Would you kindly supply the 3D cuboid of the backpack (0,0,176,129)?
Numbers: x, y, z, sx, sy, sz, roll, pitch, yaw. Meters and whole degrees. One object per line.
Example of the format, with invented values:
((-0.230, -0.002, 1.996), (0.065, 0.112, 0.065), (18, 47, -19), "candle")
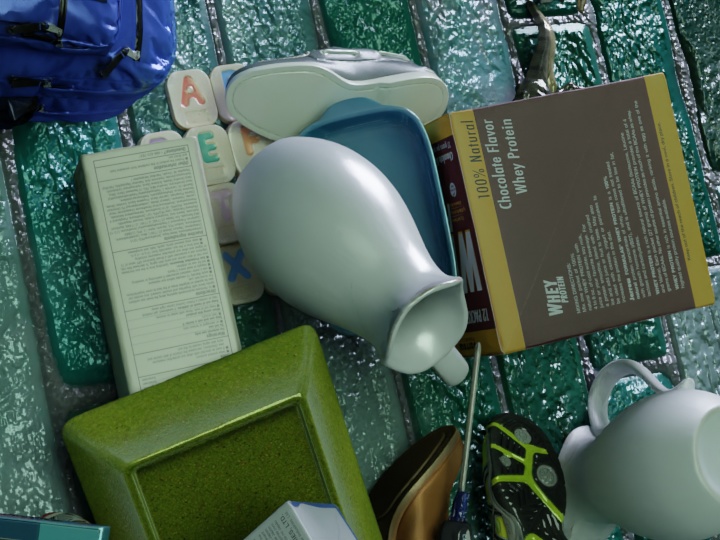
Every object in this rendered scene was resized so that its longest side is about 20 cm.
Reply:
((-0.232, -0.188, 1.171), (0.199, 0.167, 0.164), (3, 83, -32), "backpack")

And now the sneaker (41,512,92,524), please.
((-0.187, 0.268, 1.131), (0.077, 0.082, 0.201), (-23, 91, -31), "sneaker")

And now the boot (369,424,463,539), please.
((0.067, 0.242, 1.288), (0.154, 0.074, 0.201), (37, 74, -16), "boot")

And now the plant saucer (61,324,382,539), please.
((-0.091, 0.169, 1.160), (0.199, 0.048, 0.201), (-21, 109, -12), "plant saucer")

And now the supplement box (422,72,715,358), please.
((0.160, -0.043, 1.340), (0.198, 0.133, 0.199), (-12, 89, -19), "supplement box")

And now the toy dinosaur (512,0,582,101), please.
((0.173, -0.151, 1.457), (0.088, 0.047, 0.201), (23, 65, -15), "toy dinosaur")

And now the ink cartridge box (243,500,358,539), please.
((-0.069, 0.269, 1.073), (0.137, 0.200, 0.076), (55, 15, 27), "ink cartridge box")

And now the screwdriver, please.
((0.085, 0.157, 1.248), (0.029, 0.028, 0.202), (12, 83, 1), "screwdriver")

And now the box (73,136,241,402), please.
((-0.152, 0.010, 1.206), (0.094, 0.078, 0.202), (-9, 83, -16), "box")

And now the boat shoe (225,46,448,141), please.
((-0.026, -0.151, 1.331), (0.198, 0.073, 0.062), (-3, 35, -25), "boat shoe")

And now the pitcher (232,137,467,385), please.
((0.000, 0.000, 1.220), (0.121, 0.172, 0.200), (-42, 60, -8), "pitcher")

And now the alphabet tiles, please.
((-0.084, -0.076, 1.312), (0.199, 0.015, 0.197), (-12, 84, -30), "alphabet tiles")

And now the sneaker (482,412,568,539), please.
((0.132, 0.215, 1.332), (0.075, 0.076, 0.201), (7, 57, -26), "sneaker")

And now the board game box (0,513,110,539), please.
((-0.256, 0.263, 1.066), (0.149, 0.047, 0.202), (7, 82, -1), "board game box")

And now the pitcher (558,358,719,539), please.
((0.246, 0.144, 1.336), (0.120, 0.200, 0.173), (20, 68, -24), "pitcher")

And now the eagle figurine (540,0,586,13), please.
((0.118, -0.320, 1.437), (0.198, 0.152, 0.152), (12, 25, 4), "eagle figurine")

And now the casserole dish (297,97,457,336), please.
((0.014, -0.040, 1.299), (0.120, 0.039, 0.202), (-11, 90, 13), "casserole dish")
